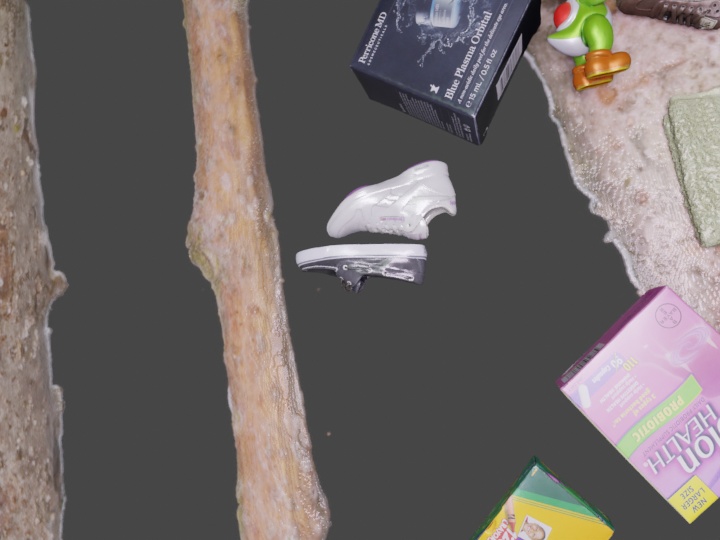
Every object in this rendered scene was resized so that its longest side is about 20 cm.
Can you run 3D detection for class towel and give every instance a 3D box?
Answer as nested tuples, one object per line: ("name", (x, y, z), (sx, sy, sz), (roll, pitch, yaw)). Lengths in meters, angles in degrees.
("towel", (0.478, -0.138, 0.720), (0.145, 0.036, 0.205), (-11, 82, 16))

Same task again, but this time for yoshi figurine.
("yoshi figurine", (0.310, -0.352, 0.745), (0.111, 0.111, 0.204), (-12, 92, 43))

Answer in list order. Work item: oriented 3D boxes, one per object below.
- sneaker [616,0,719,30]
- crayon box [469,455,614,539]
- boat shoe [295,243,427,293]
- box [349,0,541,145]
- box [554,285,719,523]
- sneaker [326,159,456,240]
("sneaker", (0.438, -0.349, 0.733), (0.196, 0.070, 0.077), (-6, 84, 16))
("crayon box", (0.214, 0.362, 0.736), (0.118, 0.058, 0.202), (37, 95, 16))
("boat shoe", (0.000, 0.000, 0.831), (0.195, 0.070, 0.068), (-1, 83, 8))
("box", (0.120, -0.317, 0.797), (0.197, 0.117, 0.200), (27, 92, 18))
("box", (0.373, 0.154, 0.691), (0.176, 0.097, 0.200), (-45, 76, 7))
("sneaker", (0.044, -0.081, 0.817), (0.197, 0.075, 0.101), (-23, 78, 13))
